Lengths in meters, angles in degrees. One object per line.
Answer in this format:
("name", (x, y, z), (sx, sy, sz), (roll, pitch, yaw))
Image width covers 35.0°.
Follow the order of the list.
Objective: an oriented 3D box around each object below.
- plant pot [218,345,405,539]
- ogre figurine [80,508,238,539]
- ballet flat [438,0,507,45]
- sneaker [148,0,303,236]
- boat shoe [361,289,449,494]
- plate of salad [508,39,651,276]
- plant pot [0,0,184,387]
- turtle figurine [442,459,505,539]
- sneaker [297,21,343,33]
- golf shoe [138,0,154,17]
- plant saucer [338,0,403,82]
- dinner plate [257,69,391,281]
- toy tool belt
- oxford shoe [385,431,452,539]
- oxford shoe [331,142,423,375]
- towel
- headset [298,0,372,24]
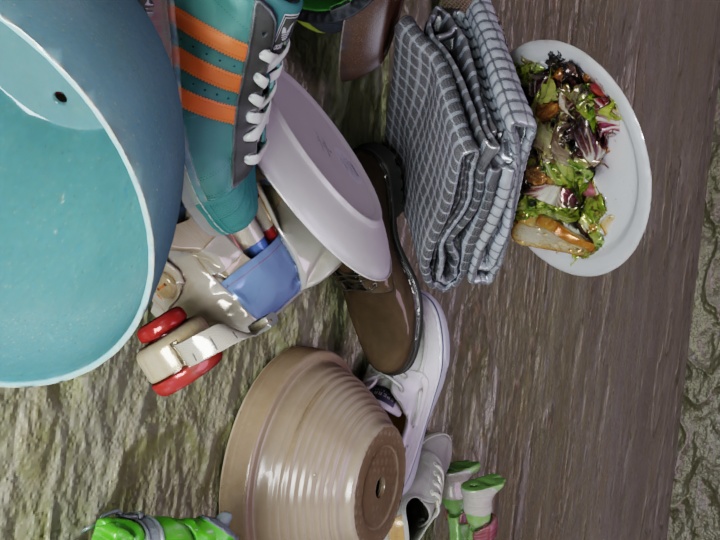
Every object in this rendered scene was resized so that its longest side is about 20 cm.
("plant pot", (-0.023, 0.168, 0.925), (0.201, 0.092, 0.203), (-29, 123, -60))
("ogre figurine", (-0.129, 0.236, 0.721), (0.120, 0.098, 0.202), (-14, 98, -51))
("ballet flat", (0.126, -0.192, 1.157), (0.076, 0.067, 0.201), (-111, -178, -46))
("sneaker", (-0.068, -0.114, 0.608), (0.071, 0.079, 0.202), (-73, 157, -65))
("boat shoe", (0.030, 0.115, 1.053), (0.070, 0.070, 0.202), (16, 88, -67))
("plate of salad", (0.158, -0.088, 0.941), (0.048, 0.200, 0.202), (-20, 118, -28))
("plant pot", (-0.157, -0.070, 0.489), (0.135, 0.198, 0.201), (-68, 152, -48))
("turtle figurine", (0.155, 0.310, 1.251), (0.144, 0.198, 0.196), (-43, 126, -74))
("sneaker", (-0.028, -0.267, 0.819), (0.074, 0.080, 0.201), (-49, 138, -48))
("golf shoe", (-0.163, -0.179, 0.546), (0.088, 0.077, 0.201), (-24, 98, -29))
("plant saucer", (0.022, -0.244, 0.898), (0.200, 0.032, 0.202), (15, 90, -88))
("dinner plate", (-0.033, -0.081, 0.782), (0.201, 0.024, 0.200), (51, 15, -19))
("toy tool belt", (-0.101, -0.016, 0.723), (0.123, 0.124, 0.200), (58, 32, -6))
("oxford shoe", (0.059, 0.225, 1.150), (0.200, 0.057, 0.076), (-34, 124, -60))
("oxford shoe", (0.000, 0.000, 0.964), (0.084, 0.072, 0.202), (-31, 112, -55))
("towel", (0.076, -0.103, 0.959), (0.201, 0.085, 0.167), (97, -16, -53))
("headset", (-0.045, -0.265, 0.751), (0.201, 0.123, 0.094), (59, 40, -22))
